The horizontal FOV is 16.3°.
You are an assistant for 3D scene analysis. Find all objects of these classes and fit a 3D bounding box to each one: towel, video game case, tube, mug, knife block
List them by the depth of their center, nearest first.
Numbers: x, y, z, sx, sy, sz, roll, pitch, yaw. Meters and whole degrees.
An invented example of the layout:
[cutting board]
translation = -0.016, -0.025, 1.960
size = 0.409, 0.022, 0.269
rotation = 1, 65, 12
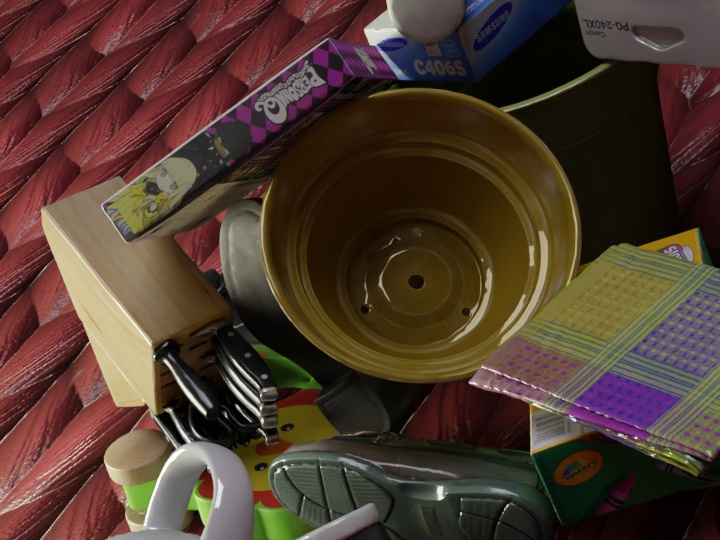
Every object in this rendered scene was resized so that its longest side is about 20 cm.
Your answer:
[towel]
translation = 0.171, 0.047, 1.447
size = 0.144, 0.023, 0.200
rotation = -39, 35, -26
[mug]
translation = -0.106, 0.198, 1.450
size = 0.147, 0.201, 0.175
rotation = 13, 2, -23
[video game case]
translation = -0.067, -0.085, 1.643
size = 0.181, 0.036, 0.200
rotation = -35, -2, 10
[knife block]
translation = -0.125, 0.033, 1.658
size = 0.064, 0.201, 0.175
rotation = -24, 5, -24
[tube]
translation = 0.043, -0.210, 1.725
size = 0.058, 0.052, 0.200
rotation = 18, 22, -9

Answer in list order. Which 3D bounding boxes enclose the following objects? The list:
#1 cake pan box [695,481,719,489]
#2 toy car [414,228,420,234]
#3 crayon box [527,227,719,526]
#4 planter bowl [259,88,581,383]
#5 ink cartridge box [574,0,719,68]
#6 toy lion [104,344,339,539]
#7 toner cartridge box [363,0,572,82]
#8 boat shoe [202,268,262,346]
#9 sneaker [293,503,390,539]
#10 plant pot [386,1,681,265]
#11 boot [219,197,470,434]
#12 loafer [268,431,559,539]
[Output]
[cake pan box]
translation = 0.268, 0.057, 1.561
size = 0.199, 0.052, 0.184
rotation = -10, 32, 26
[toy car]
translation = 0.058, -0.103, 1.916
size = 0.199, 0.150, 0.175
rotation = -24, 26, -3
[crayon box]
translation = 0.165, 0.061, 1.521
size = 0.118, 0.058, 0.200
rotation = -18, 27, 13
[planter bowl]
translation = 0.037, -0.007, 1.583
size = 0.199, 0.084, 0.201
rotation = 0, 65, 0
[ink cartridge box]
translation = 0.248, -0.217, 1.630
size = 0.145, 0.084, 0.200
rotation = 9, 38, 46
[toy lion]
translation = -0.063, 0.115, 1.718
size = 0.191, 0.069, 0.200
rotation = -4, 31, 21
[toner cartridge box]
translation = 0.103, -0.201, 1.755
size = 0.095, 0.043, 0.200
rotation = 5, 38, 47
[boat shoe]
translation = -0.118, 0.029, 1.905
size = 0.074, 0.066, 0.199
rotation = -35, 29, -25
[sneaker]
translation = -0.017, 0.207, 1.496
size = 0.070, 0.100, 0.200
rotation = -23, -7, -22
[plant pot]
translation = 0.142, -0.078, 1.757
size = 0.199, 0.191, 0.200
rotation = -19, 27, 10
[boot]
translation = 0.000, 0.000, 1.701
size = 0.068, 0.188, 0.200
rotation = -37, 7, 32
[loafer]
translation = 0.040, 0.136, 1.577
size = 0.199, 0.072, 0.063
rotation = 7, 37, 29
